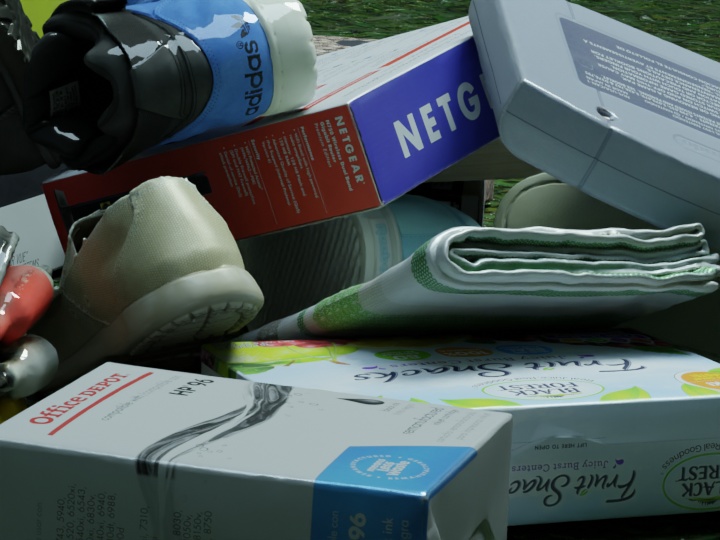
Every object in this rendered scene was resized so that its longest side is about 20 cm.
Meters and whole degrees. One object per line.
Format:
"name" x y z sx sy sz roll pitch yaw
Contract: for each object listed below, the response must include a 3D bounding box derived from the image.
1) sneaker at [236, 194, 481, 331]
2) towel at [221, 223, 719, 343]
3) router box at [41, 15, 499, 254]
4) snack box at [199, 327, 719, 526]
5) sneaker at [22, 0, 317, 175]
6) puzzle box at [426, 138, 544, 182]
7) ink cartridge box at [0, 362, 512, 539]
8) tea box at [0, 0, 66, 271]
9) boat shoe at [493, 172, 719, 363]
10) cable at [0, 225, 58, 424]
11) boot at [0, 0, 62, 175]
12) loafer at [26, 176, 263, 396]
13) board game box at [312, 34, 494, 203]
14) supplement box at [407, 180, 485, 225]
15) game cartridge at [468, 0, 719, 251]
"sneaker" 0.000 0.000 1.345 0.082 0.074 0.200 1 2 -22
"towel" 0.039 0.014 1.215 0.149 0.031 0.200 2 -14 -32
"router box" -0.019 -0.064 1.318 0.179 0.049 0.200 -12 12 36
"snack box" 0.050 0.062 1.136 0.200 0.053 0.142 -2 12 -21
"sneaker" -0.107 -0.092 1.258 0.111 0.077 0.200 -14 14 -22
"puzzle box" 0.096 -0.065 1.442 0.200 0.025 0.133 -1 8 36
"ink cartridge box" -0.058 0.082 0.990 0.200 0.068 0.116 6 12 16
"tea box" -0.225 -0.095 1.471 0.133 0.197 0.200 8 12 21
"boat shoe" 0.155 0.015 1.293 0.199 0.075 0.066 18 -13 15
"cable" -0.146 0.043 1.095 0.050 0.097 0.200 12 15 -4
"boot" -0.243 -0.073 1.274 0.200 0.182 0.073 -20 33 6
"loafer" -0.094 0.007 1.201 0.076 0.068 0.200 -8 -9 -25
"board game box" -0.028 -0.083 1.692 0.200 0.097 0.159 5 12 11
"supplement box" -0.034 -0.029 1.526 0.200 0.061 0.109 5 12 3
"game cartridge" 0.144 -0.057 1.241 0.200 0.041 0.133 21 23 -16
